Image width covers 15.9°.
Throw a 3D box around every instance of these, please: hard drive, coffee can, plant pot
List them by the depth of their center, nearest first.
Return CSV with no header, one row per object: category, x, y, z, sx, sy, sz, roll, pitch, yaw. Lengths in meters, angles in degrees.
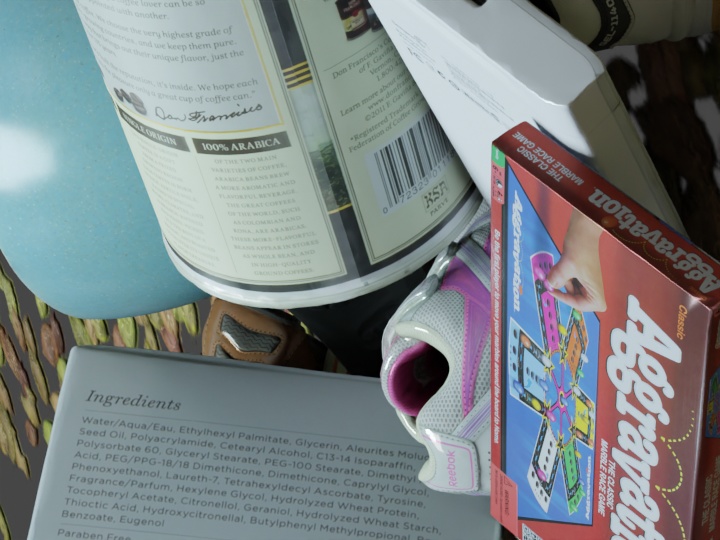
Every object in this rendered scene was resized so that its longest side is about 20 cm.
hard drive,0.067,-0.045,0.941,0.132,0.027,0.200,41,171,36
coffee can,-0.038,-0.106,1.017,0.146,0.146,0.201,48,162,47
plant pot,-0.076,-0.076,1.250,0.134,0.200,0.201,0,110,31

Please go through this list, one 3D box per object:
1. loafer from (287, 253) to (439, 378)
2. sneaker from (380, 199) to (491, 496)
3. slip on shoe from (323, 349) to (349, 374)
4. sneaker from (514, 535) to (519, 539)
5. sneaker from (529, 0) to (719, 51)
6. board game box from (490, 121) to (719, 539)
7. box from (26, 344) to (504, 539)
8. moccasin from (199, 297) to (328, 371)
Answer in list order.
loafer,0.000,0.000,1.177,0.201,0.073,0.071,58,-170,-7
sneaker,0.049,0.022,1.069,0.200,0.088,0.082,-102,6,-60
slip on shoe,0.021,0.123,1.309,0.074,0.061,0.201,60,-165,-64
sneaker,0.123,0.127,1.026,0.085,0.075,0.200,68,165,-11
sneaker,0.057,-0.147,0.952,0.200,0.087,0.076,-130,28,-48
board game box,0.086,0.049,0.900,0.103,0.019,0.201,38,149,32
box,-0.039,0.149,1.147,0.199,0.199,0.131,92,-175,-53
moccasin,-0.051,0.064,1.347,0.201,0.073,0.078,87,-153,-84
